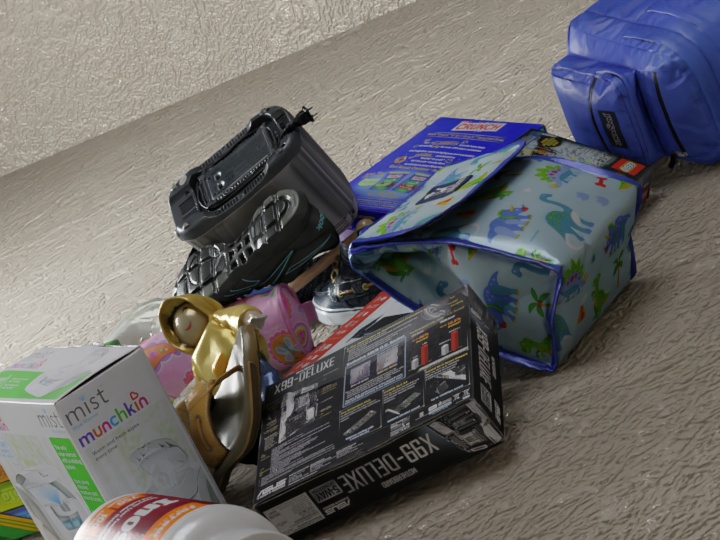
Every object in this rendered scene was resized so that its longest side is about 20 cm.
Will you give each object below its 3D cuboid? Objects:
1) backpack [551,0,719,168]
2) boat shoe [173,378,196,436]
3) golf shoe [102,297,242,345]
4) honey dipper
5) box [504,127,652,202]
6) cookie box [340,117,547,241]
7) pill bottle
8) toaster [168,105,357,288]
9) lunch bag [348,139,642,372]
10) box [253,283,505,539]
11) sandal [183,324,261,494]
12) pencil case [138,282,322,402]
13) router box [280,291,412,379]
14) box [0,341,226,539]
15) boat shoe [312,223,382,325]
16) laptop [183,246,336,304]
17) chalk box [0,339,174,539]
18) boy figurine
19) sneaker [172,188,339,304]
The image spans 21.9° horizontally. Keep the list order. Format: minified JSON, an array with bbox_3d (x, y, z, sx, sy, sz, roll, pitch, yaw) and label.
[{"bbox_3d":[0.305,-0.180,1.839,0.168,0.163,0.200,-42,31,-19],"label":"backpack"},{"bbox_3d":[-0.145,0.145,1.715,0.069,0.071,0.200,-50,8,35],"label":"boat shoe"},{"bbox_3d":[-0.201,0.065,2.068,0.200,0.075,0.092,-30,18,-4],"label":"golf shoe"},{"bbox_3d":[-0.062,0.008,1.969,0.200,0.038,0.038,-40,10,19],"label":"honey dipper"},{"bbox_3d":[0.171,-0.067,1.752,0.137,0.040,0.200,21,35,26],"label":"box"},{"bbox_3d":[0.088,-0.086,2.005,0.200,0.075,0.171,-37,28,-30],"label":"cookie box"},{"bbox_3d":[-0.116,0.216,1.295,0.113,0.113,0.200,-36,16,-30],"label":"pill bottle"},{"bbox_3d":[-0.093,-0.077,1.947,0.200,0.129,0.114,-40,35,10],"label":"toaster"},{"bbox_3d":[0.114,-0.025,1.566,0.200,0.128,0.170,17,35,27],"label":"lunch bag"},{"bbox_3d":[0.013,0.111,1.450,0.200,0.050,0.158,-28,27,17],"label":"box"},{"bbox_3d":[-0.125,0.126,1.544,0.200,0.054,0.080,118,148,-42],"label":"sandal"},{"bbox_3d":[-0.141,0.082,1.872,0.200,0.088,0.087,-24,15,13],"label":"pencil case"},{"bbox_3d":[0.044,0.066,1.656,0.179,0.049,0.200,-12,21,47],"label":"router box"},{"bbox_3d":[-0.220,0.158,1.561,0.097,0.177,0.200,-35,17,-28],"label":"box"},{"bbox_3d":[0.000,0.000,1.882,0.071,0.091,0.200,-35,16,-27],"label":"boat shoe"},{"bbox_3d":[-0.077,-0.026,2.084,0.200,0.103,0.177,-24,15,10],"label":"laptop"},{"bbox_3d":[-0.269,0.156,1.761,0.200,0.124,0.125,-21,16,26],"label":"chalk box"},{"bbox_3d":[-0.116,0.080,1.650,0.064,0.125,0.200,3,35,-37],"label":"boy figurine"},{"bbox_3d":[-0.108,-0.001,1.877,0.200,0.079,0.076,-34,44,28],"label":"sneaker"}]
